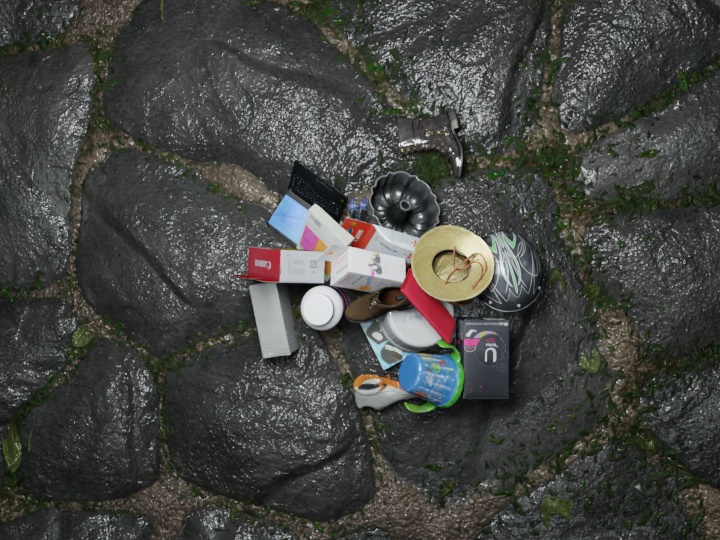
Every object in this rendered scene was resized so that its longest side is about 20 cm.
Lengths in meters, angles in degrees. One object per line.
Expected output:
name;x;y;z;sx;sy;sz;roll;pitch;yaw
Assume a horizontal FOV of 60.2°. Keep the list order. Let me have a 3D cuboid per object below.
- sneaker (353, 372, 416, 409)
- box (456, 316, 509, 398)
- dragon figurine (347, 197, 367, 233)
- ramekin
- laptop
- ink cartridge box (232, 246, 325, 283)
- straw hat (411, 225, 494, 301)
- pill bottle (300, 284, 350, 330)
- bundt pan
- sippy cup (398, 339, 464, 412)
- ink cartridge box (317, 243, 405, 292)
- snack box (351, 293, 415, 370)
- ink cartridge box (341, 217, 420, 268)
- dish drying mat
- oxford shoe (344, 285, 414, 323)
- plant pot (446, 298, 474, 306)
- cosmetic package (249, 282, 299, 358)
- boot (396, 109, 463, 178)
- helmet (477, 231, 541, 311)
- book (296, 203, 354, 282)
sneaker;0.078;0.331;1.678;0.197;0.076;0.093;1;122;-5
box;0.316;0.224;1.614;0.120;0.106;0.203;0;90;-2
dragon figurine;-0.022;-0.098;1.666;0.058;0.099;0.203;13;92;7
ramekin;0.149;0.110;1.621;0.197;0.098;0.204;1;83;-8
laptop;-0.149;-0.162;1.680;0.176;0.201;0.104;35;57;5
ink cartridge box;-0.214;-0.016;1.607;0.174;0.199;0.085;1;93;-35
straw hat;0.221;-0.005;1.520;0.198;0.085;0.204;-1;74;2
pill bottle;-0.091;0.095;1.624;0.111;0.200;0.114;0;90;7
bundt pan;0.105;-0.155;1.631;0.199;0.076;0.205;7;66;-16
sippy cup;0.171;0.269;1.574;0.129;0.139;0.181;18;71;-29
ink cartridge box;0.000;0.000;1.541;0.197;0.115;0.069;11;67;-23
snack box;0.068;0.152;1.686;0.115;0.037;0.202;-28;86;4
ink cartridge box;0.038;-0.056;1.573;0.197;0.162;0.051;13;66;-11
dish drying mat;0.167;0.088;1.517;0.018;0.077;0.200;-19;124;38
oxford shoe;0.040;0.076;1.539;0.198;0.084;0.074;-21;66;21
plant pot;0.213;0.014;1.602;0.200;0.200;0.027;48;122;4
cosmetic package;-0.234;0.128;1.690;0.089;0.107;0.203;-9;91;9
boot;0.184;-0.331;1.663;0.171;0.069;0.203;-10;81;10
helmet;0.364;0.002;1.569;0.197;0.191;0.203;0;88;5
book;-0.098;-0.070;1.614;0.133;0.200;0.048;43;61;6
